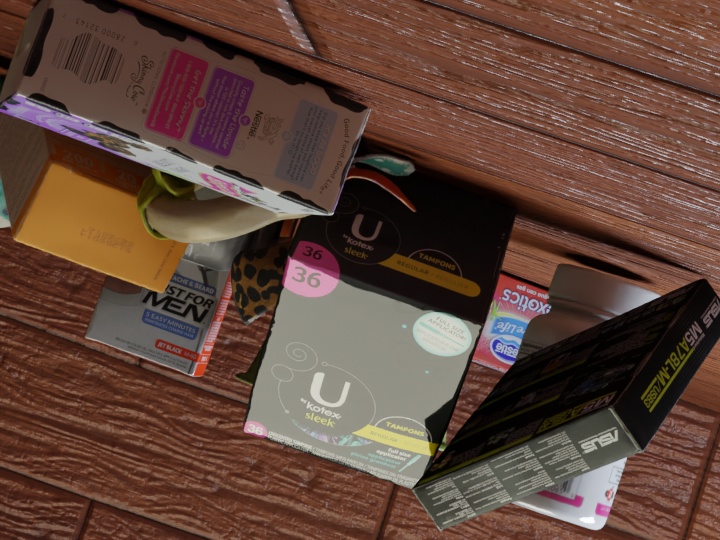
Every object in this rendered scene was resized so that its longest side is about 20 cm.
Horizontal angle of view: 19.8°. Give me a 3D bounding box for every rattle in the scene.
[{"bbox_3d":[-0.069,-0.099,1.422,0.199,0.143,0.130,-3,-164,29],"label":"rattle"}]

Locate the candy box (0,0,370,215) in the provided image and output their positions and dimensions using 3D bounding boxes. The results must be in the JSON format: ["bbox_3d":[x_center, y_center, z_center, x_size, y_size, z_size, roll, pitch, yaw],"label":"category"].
[{"bbox_3d":[-0.113,-0.099,1.263,0.199,0.072,0.168,20,177,-13],"label":"candy box"}]

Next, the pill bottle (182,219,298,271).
[{"bbox_3d":[-0.153,-0.064,1.822,0.199,0.107,0.106,18,177,-2],"label":"pill bottle"}]

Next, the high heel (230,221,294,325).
[{"bbox_3d":[0.000,0.000,1.658,0.199,0.143,0.071,19,177,7],"label":"high heel"}]

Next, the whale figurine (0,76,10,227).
[{"bbox_3d":[-0.315,-0.127,1.730,0.103,0.159,0.200,-20,137,14],"label":"whale figurine"}]

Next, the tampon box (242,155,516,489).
[{"bbox_3d":[0.013,0.039,1.543,0.149,0.126,0.200,18,136,2],"label":"tampon box"}]

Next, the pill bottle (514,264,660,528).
[{"bbox_3d":[0.179,0.104,1.721,0.113,0.201,0.113,19,177,1],"label":"pill bottle"}]

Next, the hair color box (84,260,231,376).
[{"bbox_3d":[-0.169,-0.013,1.919,0.111,0.201,0.064,19,178,5],"label":"hair color box"}]

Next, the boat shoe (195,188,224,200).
[{"bbox_3d":[-0.174,-0.098,1.715,0.199,0.074,0.060,22,-169,9],"label":"boat shoe"}]

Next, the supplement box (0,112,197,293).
[{"bbox_3d":[-0.204,-0.076,1.572,0.126,0.074,0.200,20,-159,-25],"label":"supplement box"}]

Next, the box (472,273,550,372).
[{"bbox_3d":[0.154,0.057,2.176,0.199,0.096,0.100,20,178,-15],"label":"box"}]

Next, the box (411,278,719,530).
[{"bbox_3d":[0.158,0.098,1.528,0.200,0.193,0.048,-28,104,39],"label":"box"}]

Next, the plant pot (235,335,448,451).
[{"bbox_3d":[0.015,0.038,1.806,0.199,0.191,0.200,19,176,1],"label":"plant pot"}]
